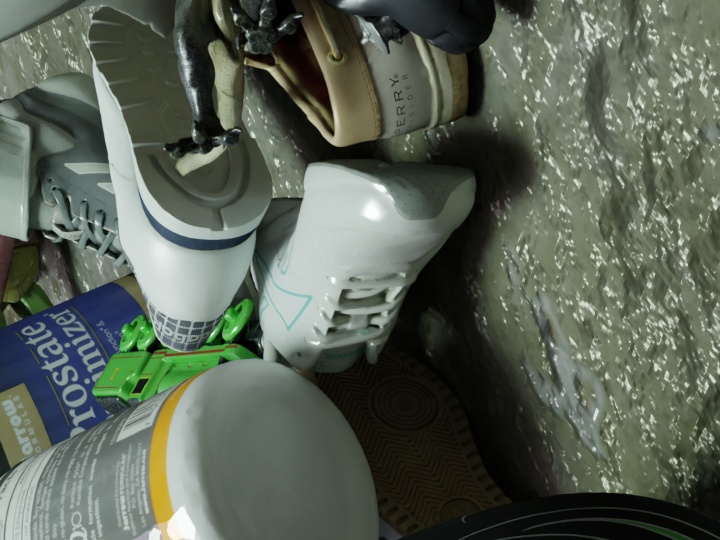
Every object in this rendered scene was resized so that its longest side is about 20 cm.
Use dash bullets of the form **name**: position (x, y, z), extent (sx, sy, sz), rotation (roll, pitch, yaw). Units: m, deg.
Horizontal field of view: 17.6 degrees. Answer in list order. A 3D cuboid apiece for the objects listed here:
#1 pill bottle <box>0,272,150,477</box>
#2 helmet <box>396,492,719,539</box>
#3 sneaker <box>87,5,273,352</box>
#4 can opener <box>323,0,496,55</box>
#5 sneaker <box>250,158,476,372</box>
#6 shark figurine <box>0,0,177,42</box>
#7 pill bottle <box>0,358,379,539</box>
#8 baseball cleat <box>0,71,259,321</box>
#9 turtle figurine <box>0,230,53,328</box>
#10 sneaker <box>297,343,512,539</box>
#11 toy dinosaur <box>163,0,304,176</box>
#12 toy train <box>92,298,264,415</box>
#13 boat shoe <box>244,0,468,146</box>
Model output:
- **pill bottle**: position (-0.186, 0.086, 1.312), extent (0.112, 0.199, 0.112), rotation (47, 151, 37)
- **helmet**: position (0.089, 0.177, 0.812), extent (0.200, 0.189, 0.202), rotation (-176, 90, -89)
- **sneaker**: position (-0.087, -0.054, 1.048), extent (0.201, 0.076, 0.081), rotation (-100, 16, -50)
- **can opener**: position (-0.007, -0.147, 0.896), extent (0.063, 0.079, 0.200), rotation (33, -170, -44)
- **sneaker**: position (0.000, 0.000, 0.967), extent (0.200, 0.070, 0.081), rotation (149, 124, -73)
- **shark figurine**: position (-0.119, -0.113, 0.918), extent (0.089, 0.214, 0.129), rotation (40, -162, -39)
- **pill bottle**: position (-0.097, 0.122, 1.003), extent (0.199, 0.116, 0.117), rotation (-27, 87, 37)
- **baseball cleat**: position (-0.135, -0.022, 1.217), extent (0.200, 0.106, 0.070), rotation (47, 146, 33)
- **turtle figurine**: position (-0.251, 0.033, 1.490), extent (0.195, 0.199, 0.144), rotation (55, -170, 14)
- **sneaker**: position (0.032, 0.128, 1.043), extent (0.200, 0.070, 0.109), rotation (49, 151, 28)
- **toy dinosaur**: position (-0.052, -0.093, 0.878), extent (0.088, 0.047, 0.201), rotation (-101, 14, -50)
- **toy train**: position (-0.084, 0.049, 1.138), extent (0.042, 0.057, 0.200), rotation (35, 164, -17)
- **boat shoe**: position (-0.035, -0.117, 0.953), extent (0.200, 0.069, 0.074), rotation (44, 149, 42)
